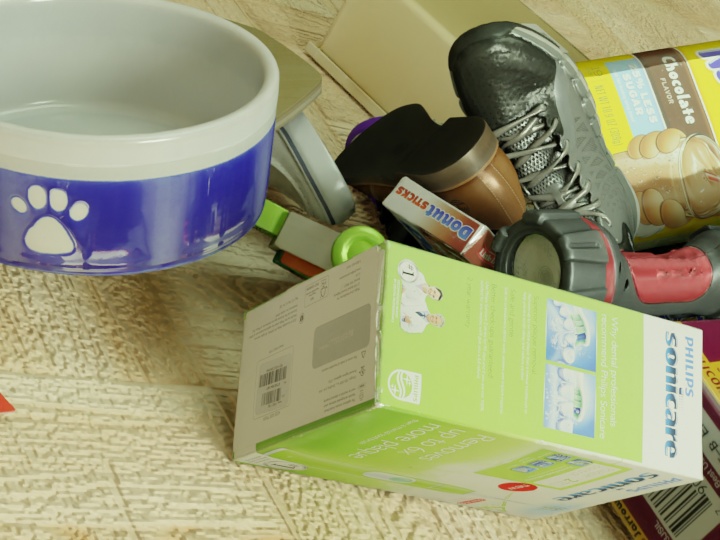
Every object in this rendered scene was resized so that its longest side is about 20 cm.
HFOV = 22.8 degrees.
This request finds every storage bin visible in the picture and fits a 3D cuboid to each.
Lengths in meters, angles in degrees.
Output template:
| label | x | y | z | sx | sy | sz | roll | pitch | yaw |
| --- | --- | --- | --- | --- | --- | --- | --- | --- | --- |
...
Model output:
| label | x | y | z | sx | sy | sz | roll | pitch | yaw |
| --- | --- | --- | --- | --- | --- | --- | --- | --- | --- |
| storage bin | 0.099 | -0.152 | 1.422 | 0.198 | 0.094 | 0.200 | -4 | 42 | -50 |

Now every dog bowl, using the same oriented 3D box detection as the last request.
| label | x | y | z | sx | sy | sz | roll | pitch | yaw |
| --- | --- | --- | --- | --- | --- | --- | --- | --- | --- |
| dog bowl | -0.145 | -0.079 | 0.959 | 0.199 | 0.079 | 0.200 | 5 | 29 | -3 |

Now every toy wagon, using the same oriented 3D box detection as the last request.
| label | x | y | z | sx | sy | sz | roll | pitch | yaw |
| --- | --- | --- | --- | --- | --- | --- | --- | --- | --- |
| toy wagon | 0.000 | 0.000 | 1.048 | 0.199 | 0.040 | 0.155 | 27 | -3 | -6 |

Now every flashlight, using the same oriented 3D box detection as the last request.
| label | x | y | z | sx | sy | sz | roll | pitch | yaw |
| --- | --- | --- | --- | --- | --- | --- | --- | --- | --- |
| flashlight | 0.163 | -0.002 | 1.019 | 0.199 | 0.068 | 0.067 | -3 | 3 | -40 |

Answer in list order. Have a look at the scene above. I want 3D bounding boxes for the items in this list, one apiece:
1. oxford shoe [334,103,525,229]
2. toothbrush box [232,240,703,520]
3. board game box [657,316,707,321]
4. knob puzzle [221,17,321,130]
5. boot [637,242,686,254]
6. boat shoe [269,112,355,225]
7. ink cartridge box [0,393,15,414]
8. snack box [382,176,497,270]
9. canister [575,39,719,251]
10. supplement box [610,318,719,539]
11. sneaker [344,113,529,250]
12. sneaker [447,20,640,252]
| label | x | y | z | sx | sy | sz | roll | pitch | yaw |
| --- | --- | --- | --- | --- | --- | --- | --- | --- | --- |
| oxford shoe | 0.040 | -0.056 | 1.117 | 0.071 | 0.071 | 0.200 | 50 | -9 | -22 |
| toothbrush box | 0.055 | 0.063 | 0.919 | 0.199 | 0.145 | 0.087 | 14 | 68 | -30 |
| board game box | 0.240 | 0.006 | 1.185 | 0.152 | 0.199 | 0.045 | -26 | 95 | -59 |
| knob puzzle | -0.124 | -0.109 | 1.118 | 0.218 | 0.031 | 0.220 | 1 | 34 | -1 |
| boot | 0.295 | -0.056 | 1.384 | 0.199 | 0.076 | 0.169 | 14 | 70 | -21 |
| boat shoe | -0.077 | -0.085 | 1.160 | 0.200 | 0.070 | 0.071 | 49 | -13 | 36 |
| ink cartridge box | -0.266 | -0.007 | 0.839 | 0.160 | 0.047 | 0.200 | -1 | 38 | -48 |
| snack box | 0.087 | 0.016 | 1.071 | 0.072 | 0.024 | 0.200 | 35 | -7 | 42 |
| canister | 0.246 | -0.093 | 1.284 | 0.199 | 0.087 | 0.149 | -11 | 72 | -17 |
| supplement box | 0.241 | 0.108 | 1.081 | 0.199 | 0.103 | 0.131 | -2 | 50 | -47 |
| sneaker | 0.046 | -0.040 | 1.190 | 0.099 | 0.070 | 0.200 | -12 | 44 | -47 |
| sneaker | 0.123 | -0.055 | 1.093 | 0.200 | 0.075 | 0.116 | 49 | 24 | -33 |
